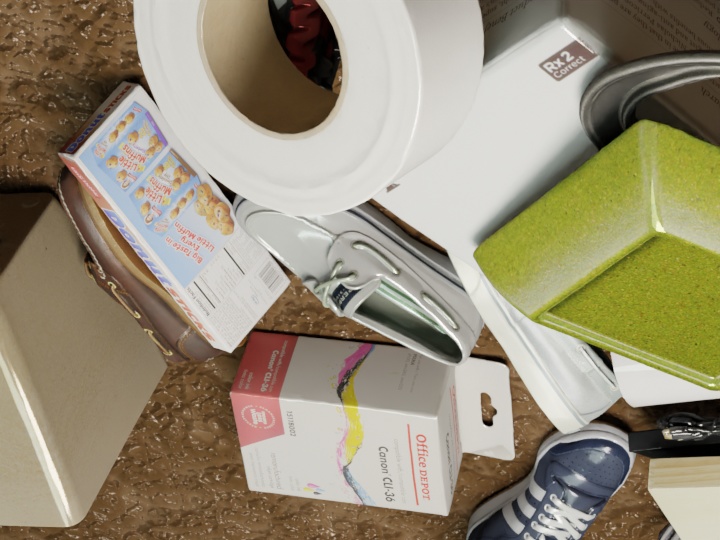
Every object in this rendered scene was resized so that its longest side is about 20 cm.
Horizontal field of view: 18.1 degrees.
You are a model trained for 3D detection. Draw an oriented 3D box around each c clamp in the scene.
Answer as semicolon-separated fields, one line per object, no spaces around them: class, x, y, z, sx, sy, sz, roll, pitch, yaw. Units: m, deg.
c clamp;0.226;-0.066;1.273;0.170;0.027;0.200;-19;134;38

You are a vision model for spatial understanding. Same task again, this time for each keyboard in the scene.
keyboard;0.284;0.111;1.590;0.199;0.021;0.127;-9;166;24

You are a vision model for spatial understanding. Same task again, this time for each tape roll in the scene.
tape roll;-0.032;-0.136;1.286;0.202;0.071;0.203;18;123;30

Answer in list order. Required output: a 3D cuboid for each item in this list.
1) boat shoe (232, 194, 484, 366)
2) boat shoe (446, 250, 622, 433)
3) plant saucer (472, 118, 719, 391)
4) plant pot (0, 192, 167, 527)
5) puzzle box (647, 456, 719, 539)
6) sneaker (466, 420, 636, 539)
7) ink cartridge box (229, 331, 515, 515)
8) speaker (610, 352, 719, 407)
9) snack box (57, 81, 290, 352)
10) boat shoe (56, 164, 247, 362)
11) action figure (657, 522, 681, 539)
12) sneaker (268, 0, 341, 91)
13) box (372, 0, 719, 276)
boat shoe;0.000;0.000;1.579;0.199;0.067;0.074;24;137;-7
boat shoe;0.118;0.017;1.557;0.071;0.070;0.201;-31;107;8
plant saucer;0.193;0.006;1.324;0.199;0.048;0.200;21;150;-19
plant pot;-0.282;0.053;1.649;0.199;0.200;0.178;-2;123;19
puzzle box;0.316;0.166;1.603;0.199;0.026;0.133;-4;151;21
sneaker;0.139;0.201;1.712;0.070;0.109;0.200;29;136;-13
ink cartridge box;0.011;0.117;1.697;0.199;0.068;0.117;5;136;13
speaker;0.271;0.044;1.527;0.199;0.081;0.081;-7;133;25
snack box;-0.127;-0.035;1.580;0.024;0.072;0.200;16;149;51
boat shoe;-0.162;-0.002;1.627;0.070;0.071;0.200;-15;128;29
action figure;0.250;0.246;1.756;0.200;0.069;0.130;-28;112;33
sneaker;-0.055;-0.189;1.368;0.097;0.071;0.201;13;135;10
box;0.126;-0.097;1.378;0.200;0.131;0.199;35;136;-26
